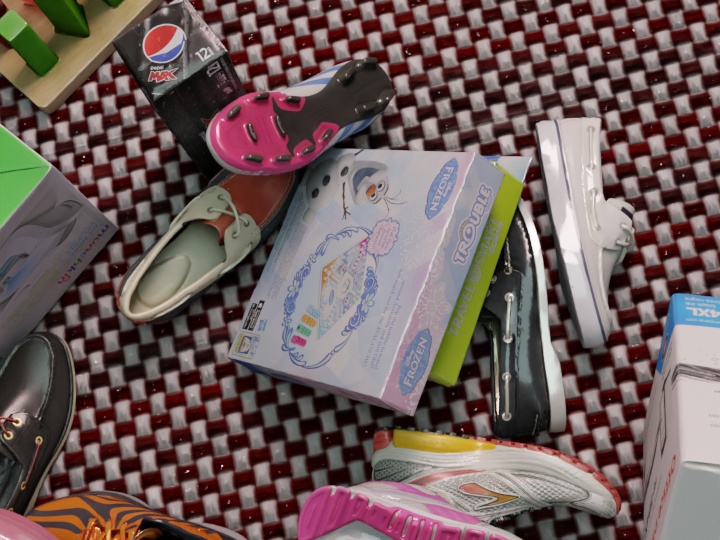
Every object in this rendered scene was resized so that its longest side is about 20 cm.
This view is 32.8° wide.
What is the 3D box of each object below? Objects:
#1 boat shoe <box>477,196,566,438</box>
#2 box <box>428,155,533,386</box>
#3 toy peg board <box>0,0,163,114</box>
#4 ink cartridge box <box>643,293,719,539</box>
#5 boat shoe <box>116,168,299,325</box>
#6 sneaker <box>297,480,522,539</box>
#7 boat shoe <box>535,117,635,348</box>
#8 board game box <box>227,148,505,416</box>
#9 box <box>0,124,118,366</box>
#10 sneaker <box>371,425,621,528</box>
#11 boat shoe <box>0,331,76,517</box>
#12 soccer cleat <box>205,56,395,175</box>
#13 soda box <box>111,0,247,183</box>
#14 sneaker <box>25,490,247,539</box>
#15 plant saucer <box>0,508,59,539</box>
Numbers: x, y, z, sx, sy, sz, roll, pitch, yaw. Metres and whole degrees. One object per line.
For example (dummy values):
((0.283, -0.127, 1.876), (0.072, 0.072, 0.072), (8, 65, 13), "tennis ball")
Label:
((0.122, 0.036, 0.995), (0.060, 0.076, 0.200), (-8, 74, -2), "boat shoe")
((0.054, -0.013, 1.000), (0.122, 0.048, 0.200), (9, 74, 46), "box")
((-0.295, -0.288, 1.110), (0.199, 0.098, 0.200), (41, 82, 14), "toy peg board")
((0.253, 0.132, 0.871), (0.084, 0.146, 0.200), (9, 32, 8), "ink cartridge box")
((-0.127, -0.030, 1.036), (0.200, 0.063, 0.071), (-43, 95, -5), "boat shoe")
((0.059, 0.202, 0.898), (0.200, 0.088, 0.082), (23, 101, 12), "sneaker")
((0.194, -0.036, 1.012), (0.070, 0.071, 0.200), (-9, 68, 6), "boat shoe")
((0.000, 0.000, 0.974), (0.199, 0.043, 0.200), (9, 73, 51), "board game box")
((-0.319, -0.009, 0.999), (0.097, 0.176, 0.200), (37, 82, 14), "box")
((0.105, 0.175, 0.967), (0.200, 0.078, 0.082), (5, 80, 17), "sneaker")
((-0.294, 0.144, 1.017), (0.074, 0.063, 0.202), (15, 76, 12), "boat shoe")
((-0.056, -0.117, 1.011), (0.200, 0.086, 0.070), (-28, 91, -39), "soccer cleat")
((-0.133, -0.141, 1.001), (0.071, 0.200, 0.063), (-34, 74, -4), "soda box")
((-0.183, 0.213, 0.960), (0.200, 0.112, 0.078), (6, 76, 7), "sneaker")
((-0.285, 0.253, 0.945), (0.200, 0.201, 0.051), (12, 34, 9), "plant saucer")
